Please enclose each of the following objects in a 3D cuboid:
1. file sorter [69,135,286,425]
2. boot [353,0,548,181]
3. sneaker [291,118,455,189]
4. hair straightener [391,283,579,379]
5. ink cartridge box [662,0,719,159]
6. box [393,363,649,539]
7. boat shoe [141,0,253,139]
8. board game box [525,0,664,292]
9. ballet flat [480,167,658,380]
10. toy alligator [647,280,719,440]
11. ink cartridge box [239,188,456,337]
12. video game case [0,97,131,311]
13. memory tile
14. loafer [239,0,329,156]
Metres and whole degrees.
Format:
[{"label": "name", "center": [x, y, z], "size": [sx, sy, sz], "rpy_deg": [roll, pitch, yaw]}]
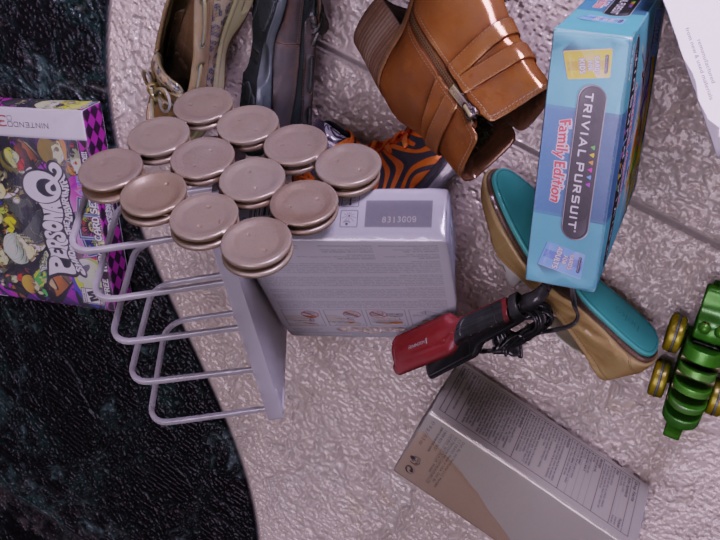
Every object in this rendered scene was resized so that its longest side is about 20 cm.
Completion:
[{"label": "file sorter", "center": [-0.140, 0.011, 0.820], "size": [0.122, 0.140, 0.203], "rpy_deg": [-8, 129, 6]}, {"label": "boot", "center": [0.082, -0.178, 0.684], "size": [0.201, 0.076, 0.156], "rpy_deg": [-51, 56, 27]}, {"label": "sneaker", "center": [0.012, -0.091, 0.794], "size": [0.112, 0.078, 0.200], "rpy_deg": [45, 122, -2]}, {"label": "hair straightener", "center": [0.107, 0.044, 0.792], "size": [0.199, 0.076, 0.042], "rpy_deg": [-38, 50, 48]}, {"label": "ink cartridge box", "center": [0.297, -0.174, 0.602], "size": [0.197, 0.129, 0.127], "rpy_deg": [-19, 104, 28]}, {"label": "box", "center": [0.138, 0.177, 0.847], "size": [0.198, 0.095, 0.078], "rpy_deg": [34, 123, 8]}, {"label": "boat shoe", "center": [-0.147, -0.183, 0.818], "size": [0.073, 0.062, 0.202], "rpy_deg": [45, 129, 25]}, {"label": "board game box", "center": [0.159, -0.098, 0.654], "size": [0.046, 0.200, 0.154], "rpy_deg": [11, 117, 18]}, {"label": "ballet flat", "center": [0.151, 0.010, 0.787], "size": [0.201, 0.069, 0.063], "rpy_deg": [49, 136, -1]}, {"label": "toy alligator", "center": [0.265, 0.055, 0.759], "size": [0.058, 0.054, 0.204], "rpy_deg": [18, 118, 15]}, {"label": "ink cartridge box", "center": [0.000, 0.000, 0.801], "size": [0.156, 0.048, 0.201], "rpy_deg": [0, 156, 9]}, {"label": "video game case", "center": [-0.318, -0.067, 0.976], "size": [0.178, 0.036, 0.204], "rpy_deg": [7, 115, 23]}, {"label": "memory tile", "center": [-0.097, -0.070, 0.728], "size": [0.198, 0.153, 0.017], "rpy_deg": [25, 141, 28]}, {"label": "loafer", "center": [-0.055, -0.188, 0.800], "size": [0.062, 0.072, 0.203], "rpy_deg": [1, 122, -23]}]
